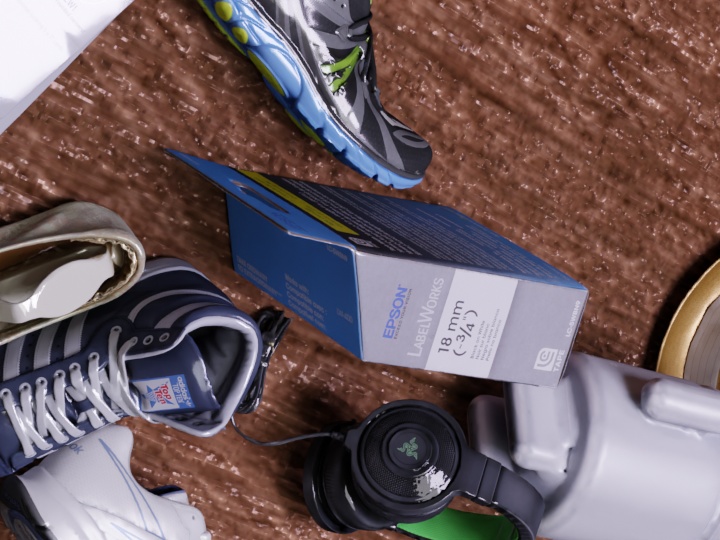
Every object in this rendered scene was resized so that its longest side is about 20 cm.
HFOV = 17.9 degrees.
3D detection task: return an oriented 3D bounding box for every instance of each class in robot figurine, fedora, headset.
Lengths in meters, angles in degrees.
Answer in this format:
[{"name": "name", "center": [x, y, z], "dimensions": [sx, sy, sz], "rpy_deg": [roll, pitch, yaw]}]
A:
[{"name": "robot figurine", "center": [0.163, 0.115, 1.390], "dimensions": [0.199, 0.170, 0.113], "rpy_deg": [16, 57, -27]}, {"name": "fedora", "center": [0.280, 0.075, 1.481], "dimensions": [0.200, 0.082, 0.201], "rpy_deg": [-12, 114, -29]}, {"name": "headset", "center": [0.015, 0.100, 1.306], "dimensions": [0.200, 0.123, 0.094], "rpy_deg": [26, 67, -20]}]

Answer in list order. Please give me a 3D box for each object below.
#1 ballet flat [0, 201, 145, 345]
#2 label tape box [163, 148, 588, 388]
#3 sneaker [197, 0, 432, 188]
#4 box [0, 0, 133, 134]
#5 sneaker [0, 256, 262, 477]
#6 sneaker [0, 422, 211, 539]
[{"name": "ballet flat", "center": [-0.200, 0.016, 1.155], "dimensions": [0.200, 0.062, 0.068], "rpy_deg": [-26, 119, -23]}, {"name": "label tape box", "center": [0.000, 0.000, 1.232], "dimensions": [0.199, 0.144, 0.064], "rpy_deg": [10, 104, -35]}, {"name": "sneaker", "center": [-0.014, -0.120, 1.223], "dimensions": [0.083, 0.071, 0.200], "rpy_deg": [-42, 122, -6]}, {"name": "box", "center": [-0.220, -0.126, 1.104], "dimensions": [0.200, 0.041, 0.156], "rpy_deg": [-47, 126, -9]}, {"name": "sneaker", "center": [-0.143, 0.065, 1.182], "dimensions": [0.200, 0.108, 0.070], "rpy_deg": [-32, 121, -20]}, {"name": "sneaker", "center": [-0.110, 0.170, 1.253], "dimensions": [0.087, 0.074, 0.200], "rpy_deg": [-42, 114, -23]}]
